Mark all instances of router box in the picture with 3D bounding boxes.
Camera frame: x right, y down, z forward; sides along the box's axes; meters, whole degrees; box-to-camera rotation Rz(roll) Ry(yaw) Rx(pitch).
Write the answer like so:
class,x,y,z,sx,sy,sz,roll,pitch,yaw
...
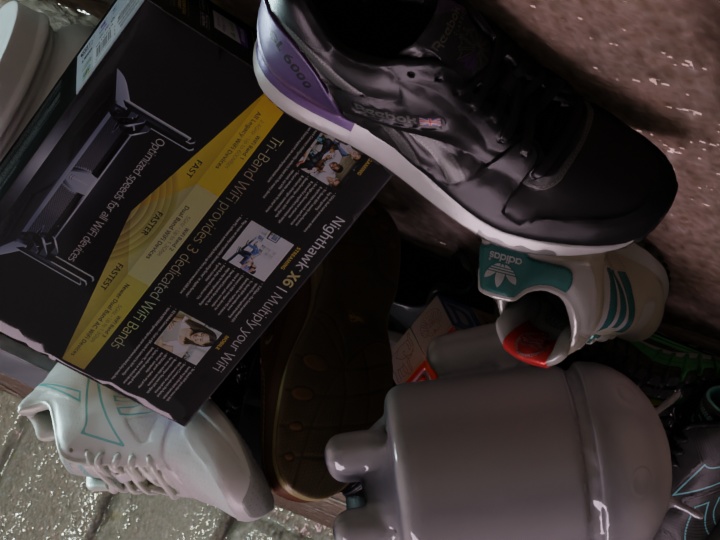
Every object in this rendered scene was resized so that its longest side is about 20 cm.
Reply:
class,x,y,z,sx,sy,sz,roll,pitch,yaw
router box,-0.100,-0.033,0.884,0.157,0.200,0.052,31,-157,-24

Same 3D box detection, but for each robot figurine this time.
class,x,y,z,sx,sy,sz,roll,pitch,yaw
robot figurine,0.081,0.110,0.931,0.199,0.171,0.113,-6,172,0

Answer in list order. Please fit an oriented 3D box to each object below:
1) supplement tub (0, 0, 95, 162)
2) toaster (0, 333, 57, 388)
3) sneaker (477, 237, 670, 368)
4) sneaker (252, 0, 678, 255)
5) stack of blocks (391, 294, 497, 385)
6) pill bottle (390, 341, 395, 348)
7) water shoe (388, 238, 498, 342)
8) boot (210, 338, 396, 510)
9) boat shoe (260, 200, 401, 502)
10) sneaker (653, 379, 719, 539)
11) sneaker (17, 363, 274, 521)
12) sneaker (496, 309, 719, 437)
class,x,y,z,sx,sy,sz,roll,pitch,yaw
supplement tub,-0.143,-0.049,0.987,0.199,0.146,0.145,31,165,-24
toaster,-0.182,-0.012,1.131,0.199,0.182,0.119,29,166,-21
sneaker,0.103,0.011,0.890,0.070,0.094,0.200,18,165,27
sneaker,0.044,-0.072,0.732,0.199,0.076,0.088,24,161,4
stack of blocks,0.121,0.098,1.069,0.199,0.059,0.115,21,-151,-37
pill bottle,0.004,0.075,1.270,0.112,0.113,0.200,18,165,28
water shoe,0.000,0.000,1.130,0.199,0.072,0.079,11,141,30
boot,-0.020,0.131,1.082,0.162,0.200,0.073,17,163,-18
boat shoe,-0.024,0.050,1.022,0.072,0.201,0.067,28,144,-26
sneaker,0.200,0.107,0.987,0.079,0.200,0.076,40,-155,-19
sneaker,-0.123,0.103,0.988,0.200,0.080,0.071,27,148,46
sneaker,0.171,0.057,1.036,0.199,0.078,0.085,24,-155,-25
